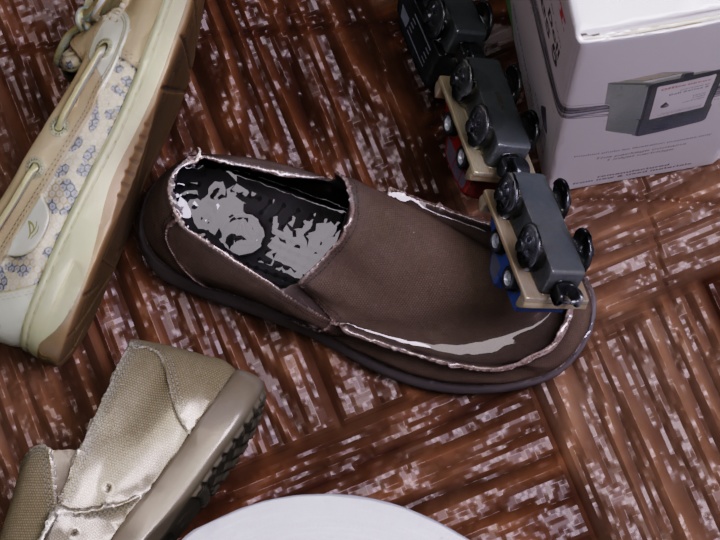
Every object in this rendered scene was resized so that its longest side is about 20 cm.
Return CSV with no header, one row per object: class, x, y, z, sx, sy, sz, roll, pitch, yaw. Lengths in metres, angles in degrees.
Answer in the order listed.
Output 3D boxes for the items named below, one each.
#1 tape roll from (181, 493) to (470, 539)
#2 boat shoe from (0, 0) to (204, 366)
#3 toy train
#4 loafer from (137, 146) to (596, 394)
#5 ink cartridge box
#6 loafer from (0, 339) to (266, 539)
tape roll,-0.013,0.192,0.929,0.198,0.066,0.202,0,76,0
boat shoe,-0.116,-0.063,0.988,0.062,0.073,0.201,20,78,3
toy train,0.051,-0.055,0.966,0.034,0.046,0.201,4,45,-25
loafer,0.000,0.000,0.972,0.198,0.071,0.074,13,77,4
ink cartridge box,0.104,-0.132,0.936,0.083,0.200,0.147,-10,76,-2
loafer,-0.118,0.111,0.950,0.067,0.076,0.200,35,70,11
